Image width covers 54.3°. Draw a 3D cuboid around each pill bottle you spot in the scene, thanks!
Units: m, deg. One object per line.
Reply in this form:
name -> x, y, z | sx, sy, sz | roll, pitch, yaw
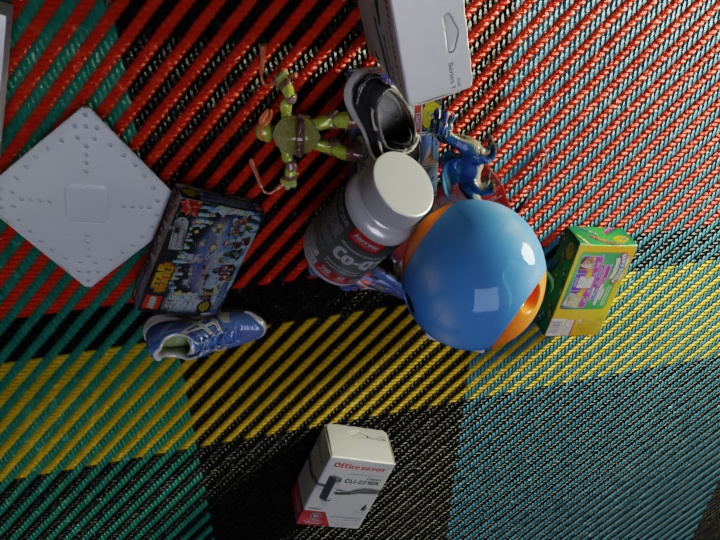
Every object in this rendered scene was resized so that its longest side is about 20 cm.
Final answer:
pill bottle -> 0.008, -0.069, 0.978 | 0.112, 0.116, 0.200 | 15, 148, -25

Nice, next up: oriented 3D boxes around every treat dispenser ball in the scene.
treat dispenser ball -> 0.153, 0.006, 0.955 | 0.196, 0.202, 0.204 | -8, 127, -10

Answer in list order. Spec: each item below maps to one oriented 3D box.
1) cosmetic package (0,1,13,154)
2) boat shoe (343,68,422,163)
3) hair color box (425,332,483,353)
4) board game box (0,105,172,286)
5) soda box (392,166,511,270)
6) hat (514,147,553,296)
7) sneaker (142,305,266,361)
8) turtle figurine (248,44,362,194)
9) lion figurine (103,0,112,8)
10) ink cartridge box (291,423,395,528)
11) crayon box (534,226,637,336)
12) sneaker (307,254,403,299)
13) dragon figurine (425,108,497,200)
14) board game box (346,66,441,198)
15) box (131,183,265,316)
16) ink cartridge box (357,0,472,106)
cosmetic package -> -0.500, -0.229, 0.827 | 0.148, 0.052, 0.203 | 11, 121, -20
boat shoe -> 0.045, -0.186, 0.929 | 0.074, 0.060, 0.200 | -50, 146, -8
hair color box -> 0.178, 0.052, 1.153 | 0.107, 0.066, 0.202 | 15, 144, 2
board game box -> -0.378, -0.098, 0.971 | 0.198, 0.026, 0.200 | -35, 126, 9
soda box -> 0.133, -0.081, 1.101 | 0.197, 0.070, 0.064 | -28, 125, 5
hat -> 0.259, -0.061, 1.187 | 0.198, 0.179, 0.165 | -14, 143, 45
sneaker -> -0.246, 0.109, 1.124 | 0.195, 0.078, 0.077 | -6, 125, -13
turtle figurine -> -0.075, -0.195, 0.943 | 0.157, 0.065, 0.205 | 0, 114, -5
lion figurine -> -0.259, -0.398, 0.775 | 0.120, 0.073, 0.202 | -20, 143, -14
ink cartridge box -> -0.036, 0.411, 1.394 | 0.141, 0.084, 0.203 | 12, 120, -22
crayon box -> 0.399, 0.023, 1.259 | 0.116, 0.059, 0.204 | 0, 124, -17
sneaker -> 0.000, 0.000, 1.130 | 0.197, 0.076, 0.079 | 25, 125, -20
dragon figurine -> 0.144, -0.140, 1.015 | 0.097, 0.059, 0.204 | -2, 123, 3
board game box -> 0.048, -0.193, 1.019 | 0.132, 0.035, 0.204 | -8, 126, -10
box -> -0.240, -0.023, 1.036 | 0.135, 0.040, 0.202 | 7, 123, -38
ink cartridge box -> 0.055, -0.308, 0.835 | 0.083, 0.201, 0.148 | -18, 127, -3
